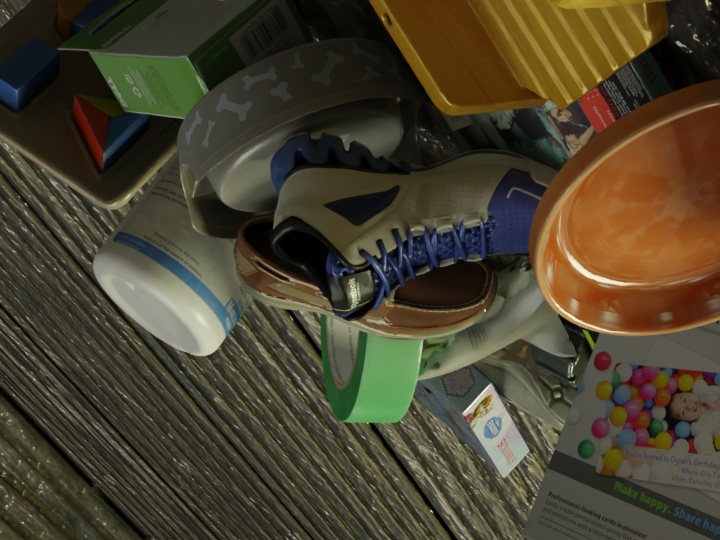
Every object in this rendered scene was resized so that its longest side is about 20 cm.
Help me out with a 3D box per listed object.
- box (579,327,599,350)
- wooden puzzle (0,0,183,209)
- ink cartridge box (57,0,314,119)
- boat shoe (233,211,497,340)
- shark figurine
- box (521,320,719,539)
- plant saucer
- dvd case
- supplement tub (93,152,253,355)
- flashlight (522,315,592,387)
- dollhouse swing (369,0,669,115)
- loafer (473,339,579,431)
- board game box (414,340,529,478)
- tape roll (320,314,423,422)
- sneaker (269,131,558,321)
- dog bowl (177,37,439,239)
[{"bbox_3d":[0.284,0.109,1.269,0.192,0.048,0.201,21,155,42],"label":"box"},{"bbox_3d":[-0.217,-0.161,1.322,0.199,0.186,0.047,30,146,14],"label":"wooden puzzle"},{"bbox_3d":[-0.137,-0.172,1.254,0.199,0.104,0.060,12,138,51],"label":"ink cartridge box"},{"bbox_3d":[0.000,0.000,1.180,0.197,0.077,0.072,6,155,10],"label":"boat shoe"},{"bbox_3d":[0.142,0.030,1.247,0.090,0.128,0.214,51,141,-2],"label":"shark figurine"},{"bbox_3d":[0.209,0.109,1.056,0.155,0.202,0.041,20,176,38],"label":"box"},{"bbox_3d":[0.191,-0.037,0.934,0.201,0.198,0.033,61,-171,-50],"label":"plant saucer"},{"bbox_3d":[0.128,-0.090,1.039,0.147,0.022,0.199,57,150,-9],"label":"dvd case"},{"bbox_3d":[-0.122,-0.042,1.393,0.131,0.201,0.132,32,161,13],"label":"supplement tub"},{"bbox_3d":[0.111,0.037,1.360,0.199,0.068,0.068,29,126,36],"label":"flashlight"},{"bbox_3d":[0.031,-0.147,0.891,0.183,0.175,0.200,58,159,1],"label":"dollhouse swing"},{"bbox_3d":[0.160,0.093,1.425,0.199,0.070,0.070,37,168,25],"label":"loafer"},{"bbox_3d":[0.059,0.088,1.514,0.199,0.041,0.200,42,173,26],"label":"board game box"},{"bbox_3d":[0.008,0.023,1.335,0.047,0.203,0.200,2,166,-13],"label":"tape roll"},{"bbox_3d":[0.027,-0.017,1.058,0.197,0.116,0.081,7,140,9],"label":"sneaker"},{"bbox_3d":[-0.041,-0.095,1.171,0.200,0.198,0.059,101,148,-69],"label":"dog bowl"}]
